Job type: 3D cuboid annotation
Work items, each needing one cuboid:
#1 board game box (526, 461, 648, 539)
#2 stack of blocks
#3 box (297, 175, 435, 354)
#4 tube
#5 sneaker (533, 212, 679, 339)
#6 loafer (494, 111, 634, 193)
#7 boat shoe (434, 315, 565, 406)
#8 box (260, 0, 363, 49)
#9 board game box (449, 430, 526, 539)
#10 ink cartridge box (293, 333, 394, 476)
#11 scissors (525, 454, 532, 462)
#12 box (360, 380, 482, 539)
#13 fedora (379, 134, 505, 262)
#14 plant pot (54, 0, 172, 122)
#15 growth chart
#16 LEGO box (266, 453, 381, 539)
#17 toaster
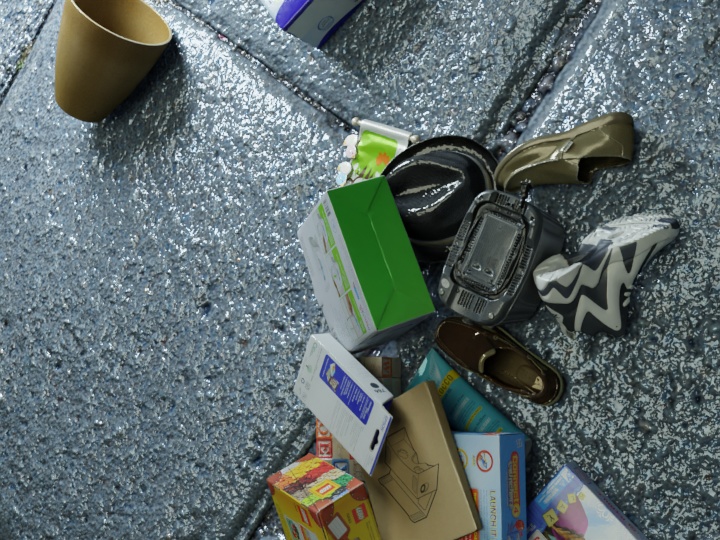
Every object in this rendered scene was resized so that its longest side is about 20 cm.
[{"bbox_3d":[0.272,0.387,1.286,0.200,0.041,0.201,46,107,27],"label":"board game box"},{"bbox_3d":[-0.002,0.228,1.460,0.114,0.058,0.203,-5,81,30],"label":"stack of blocks"},{"bbox_3d":[0.000,0.000,1.404,0.202,0.096,0.177,69,159,11],"label":"box"},{"bbox_3d":[0.147,0.193,1.389,0.200,0.050,0.078,37,94,36],"label":"tube"},{"bbox_3d":[0.327,0.019,1.291,0.198,0.131,0.079,-29,25,-12],"label":"sneaker"},{"bbox_3d":[0.270,-0.145,1.338,0.199,0.076,0.068,-24,66,26],"label":"loafer"},{"bbox_3d":[0.178,0.114,1.358,0.201,0.075,0.075,25,96,31],"label":"boat shoe"},{"bbox_3d":[-0.080,-0.488,1.574,0.184,0.105,0.201,-43,65,19],"label":"box"},{"bbox_3d":[0.124,0.312,1.331,0.195,0.056,0.203,-6,82,45],"label":"board game box"},{"bbox_3d":[-0.015,0.180,1.383,0.200,0.039,0.100,43,122,41],"label":"ink cartridge box"},{"bbox_3d":[0.151,0.307,1.385,0.073,0.014,0.201,42,105,28],"label":"scissors"},{"bbox_3d":[0.068,0.268,1.336,0.163,0.021,0.202,-36,62,38],"label":"box"},{"bbox_3d":[0.098,-0.106,1.412,0.198,0.091,0.203,-3,83,23],"label":"fedora"},{"bbox_3d":[-0.452,-0.365,1.751,0.187,0.185,0.201,50,122,25],"label":"plant pot"},{"bbox_3d":[0.018,-0.126,1.520,0.143,0.018,0.202,11,88,32],"label":"growth chart"},{"bbox_3d":[-0.036,0.369,1.370,0.148,0.077,0.202,13,124,57],"label":"LEGO box"},{"bbox_3d":[0.193,-0.020,1.336,0.113,0.129,0.202,24,97,30],"label":"toaster"}]
